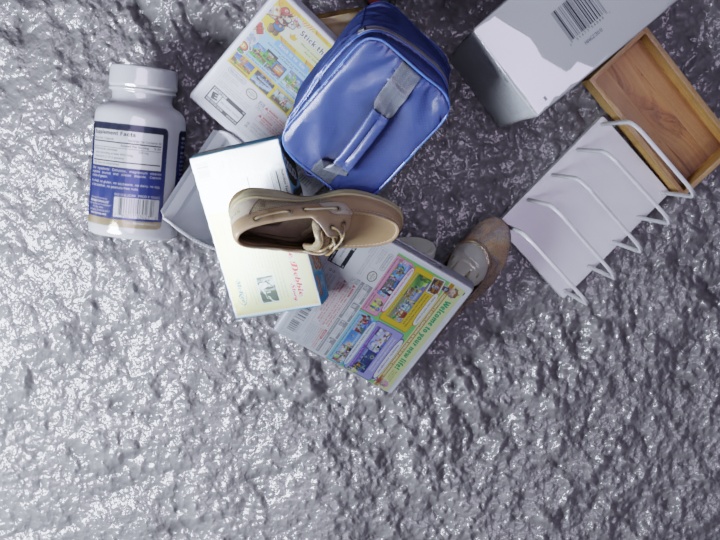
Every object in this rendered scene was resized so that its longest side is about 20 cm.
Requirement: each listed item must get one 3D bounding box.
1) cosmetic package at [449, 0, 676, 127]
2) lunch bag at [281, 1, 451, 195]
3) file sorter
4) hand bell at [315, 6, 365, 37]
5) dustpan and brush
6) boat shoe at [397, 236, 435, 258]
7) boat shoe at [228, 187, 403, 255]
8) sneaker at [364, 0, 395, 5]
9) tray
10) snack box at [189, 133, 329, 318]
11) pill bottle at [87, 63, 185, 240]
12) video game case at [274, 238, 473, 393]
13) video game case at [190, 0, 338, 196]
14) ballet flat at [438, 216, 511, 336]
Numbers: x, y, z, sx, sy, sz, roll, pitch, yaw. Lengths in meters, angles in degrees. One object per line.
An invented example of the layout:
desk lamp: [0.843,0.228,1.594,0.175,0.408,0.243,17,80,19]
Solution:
cosmetic package: [0.226,-0.284,0.965,0.199,0.200,0.123,-39,94,2]
lunch bag: [0.002,-0.177,0.909,0.135,0.133,0.200,35,121,-15]
file sorter: [0.299,-0.076,1.037,0.139,0.125,0.200,45,93,-8]
hand bell: [-0.024,-0.219,1.030,0.102,0.104,0.203,-10,111,-2]
dustpan and brush: [-0.139,-0.063,1.035,0.200,0.057,0.141,47,64,-40]
boat shoe: [0.000,0.000,1.054,0.196,0.073,0.063,-5,121,-8]
boat shoe: [-0.045,-0.043,0.891,0.196,0.065,0.072,1,131,-15]
sneaker: [-0.033,-0.399,1.000,0.097,0.071,0.202,-31,96,1]
tray: [0.392,-0.205,1.069,0.098,0.037,0.200,-42,99,2]
snack box: [-0.117,-0.049,0.960,0.114,0.037,0.203,-8,107,17]
pill bottle: [-0.271,-0.144,1.000,0.109,0.111,0.204,6,97,-4]
video game case: [0.013,0.045,1.015,0.180,0.022,0.201,29,122,-10]
video game case: [-0.078,-0.208,0.993,0.199,0.023,0.182,40,119,-18]
ballet flat: [0.120,0.020,1.037,0.068,0.067,0.201,39,112,17]
